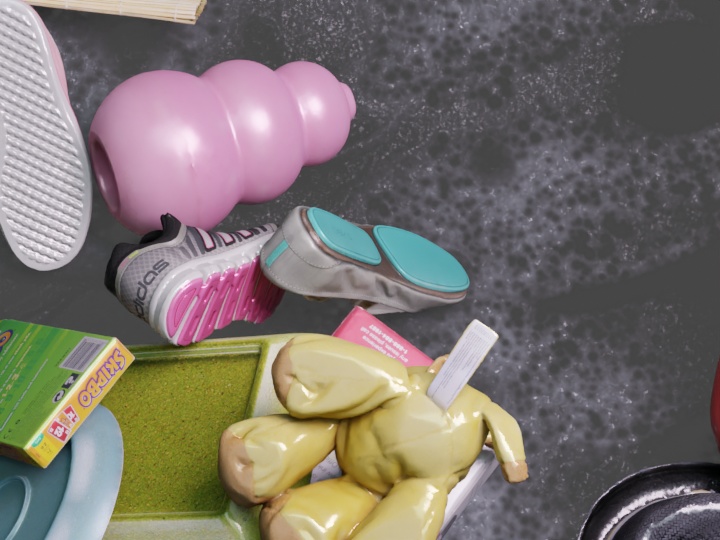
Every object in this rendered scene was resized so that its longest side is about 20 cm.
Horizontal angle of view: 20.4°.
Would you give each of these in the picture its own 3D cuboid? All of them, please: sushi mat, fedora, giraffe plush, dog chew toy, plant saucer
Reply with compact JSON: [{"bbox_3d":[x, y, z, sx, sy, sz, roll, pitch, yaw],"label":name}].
[{"bbox_3d":[-0.216,-0.222,1.537,0.198,0.012,0.096,6,28,-2],"label":"sushi mat"},{"bbox_3d":[0.250,0.213,1.391,0.198,0.092,0.203,1,70,-3],"label":"fedora"},{"bbox_3d":[0.023,0.109,1.298,0.199,0.162,0.173,-38,83,6],"label":"giraffe plush"},{"bbox_3d":[-0.097,-0.099,1.475,0.198,0.125,0.125,-19,72,-19],"label":"dog chew toy"},{"bbox_3d":[-0.128,0.120,1.356,0.198,0.048,0.201,-5,52,24],"label":"plant saucer"},{"bbox_3d":[-0.233,0.170,1.329,0.027,0.199,0.201,38,66,-31],"label":"plant saucer"}]

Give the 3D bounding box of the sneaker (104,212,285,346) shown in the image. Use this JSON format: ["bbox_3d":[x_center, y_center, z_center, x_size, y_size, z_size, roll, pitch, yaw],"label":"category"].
[{"bbox_3d":[-0.111,-0.005,1.413,0.087,0.200,0.074,29,113,20],"label":"sneaker"}]

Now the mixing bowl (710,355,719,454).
[{"bbox_3d":[0.321,0.109,1.403,0.200,0.200,0.109,37,108,10],"label":"mixing bowl"}]

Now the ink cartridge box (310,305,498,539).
[{"bbox_3d":[-0.007,0.151,1.401,0.147,0.086,0.200,37,73,10],"label":"ink cartridge box"}]

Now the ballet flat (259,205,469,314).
[{"bbox_3d":[0.000,0.000,1.437,0.064,0.199,0.068,-43,57,22],"label":"ballet flat"}]

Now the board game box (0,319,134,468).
[{"bbox_3d":[-0.234,0.081,1.374,0.030,0.199,0.096,49,68,-27],"label":"board game box"}]

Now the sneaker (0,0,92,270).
[{"bbox_3d":[-0.245,-0.105,1.494,0.075,0.105,0.202,-12,100,-6],"label":"sneaker"}]
